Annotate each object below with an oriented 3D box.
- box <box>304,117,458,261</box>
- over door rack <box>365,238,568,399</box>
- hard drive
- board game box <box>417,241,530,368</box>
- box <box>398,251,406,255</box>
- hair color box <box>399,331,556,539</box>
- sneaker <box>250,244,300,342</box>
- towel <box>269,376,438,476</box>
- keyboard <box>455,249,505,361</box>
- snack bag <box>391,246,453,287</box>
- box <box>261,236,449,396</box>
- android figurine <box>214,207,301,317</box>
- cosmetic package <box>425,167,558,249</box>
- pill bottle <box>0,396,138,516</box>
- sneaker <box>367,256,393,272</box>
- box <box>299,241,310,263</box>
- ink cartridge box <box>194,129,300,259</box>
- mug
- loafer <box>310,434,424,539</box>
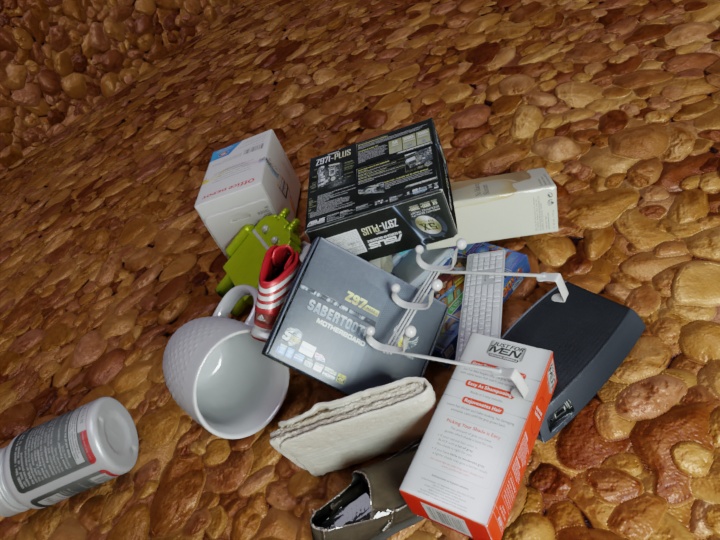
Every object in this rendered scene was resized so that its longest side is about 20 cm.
[{"bbox_3d":[0.028,-0.108,0.884,0.196,0.087,0.166,-16,45,14],"label":"box"},{"bbox_3d":[0.116,0.040,0.701,0.197,0.067,0.149,13,54,35],"label":"over door rack"},{"bbox_3d":[0.237,0.099,0.757,0.199,0.043,0.134,-41,39,-17],"label":"hard drive"},{"bbox_3d":[0.134,0.036,0.898,0.200,0.035,0.134,-44,40,-20],"label":"board game box"},{"bbox_3d":[0.041,-0.100,1.035,0.049,0.083,0.200,-30,23,-2],"label":"box"},{"bbox_3d":[0.130,0.171,0.658,0.100,0.062,0.202,11,54,33],"label":"hair color box"},{"bbox_3d":[-0.078,0.018,0.859,0.077,0.118,0.200,12,18,16],"label":"sneaker"},{"bbox_3d":[0.003,0.186,0.726,0.196,0.133,0.035,-19,53,10],"label":"towel"},{"bbox_3d":[0.163,0.044,0.828,0.055,0.011,0.202,-13,39,27],"label":"keyboard"},{"bbox_3d":[0.028,0.010,0.973,0.188,0.022,0.199,-40,26,-16],"label":"snack bag"},{"bbox_3d":[-0.004,0.074,0.783,0.160,0.197,0.051,-65,12,-14],"label":"box"},{"bbox_3d":[-0.178,-0.020,1.096,0.201,0.041,0.182,-50,42,6],"label":"android figurine"},{"bbox_3d":[0.191,-0.095,0.942,0.195,0.073,0.106,-8,23,8],"label":"cosmetic package"},{"bbox_3d":[-0.440,0.275,0.907,0.197,0.115,0.115,-23,37,5],"label":"pill bottle"},{"bbox_3d":[0.000,0.000,0.912,0.083,0.076,0.202,-16,34,15],"label":"sneaker"},{"bbox_3d":[-0.064,-0.006,1.032,0.041,0.039,0.199,-40,27,-14],"label":"box"},{"bbox_3d":[-0.217,-0.149,1.234,0.144,0.146,0.202,-16,39,15],"label":"ink cartridge box"},{"bbox_3d":[-0.197,0.117,0.900,0.174,0.147,0.203,12,76,51],"label":"mug"},{"bbox_3d":[0.027,0.249,0.688,0.199,0.072,0.073,-37,38,-12],"label":"loafer"}]
